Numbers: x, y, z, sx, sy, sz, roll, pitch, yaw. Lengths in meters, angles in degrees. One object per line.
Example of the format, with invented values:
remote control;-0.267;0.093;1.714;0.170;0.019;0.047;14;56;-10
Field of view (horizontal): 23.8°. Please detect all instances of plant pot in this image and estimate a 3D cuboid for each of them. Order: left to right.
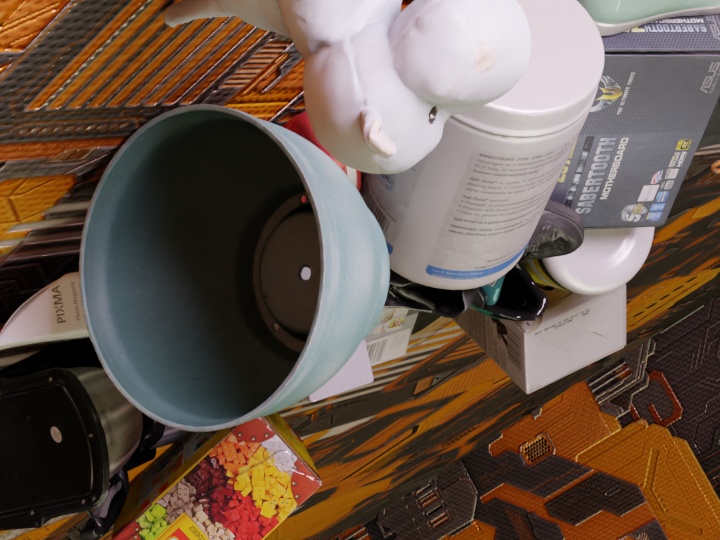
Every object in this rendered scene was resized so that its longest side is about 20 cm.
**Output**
plant pot;-0.065;0.000;1.105;0.200;0.201;0.134;-35;160;29

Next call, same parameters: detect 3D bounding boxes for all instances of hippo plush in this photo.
hippo plush;-0.007;-0.131;0.840;0.199;0.161;0.159;-30;167;9

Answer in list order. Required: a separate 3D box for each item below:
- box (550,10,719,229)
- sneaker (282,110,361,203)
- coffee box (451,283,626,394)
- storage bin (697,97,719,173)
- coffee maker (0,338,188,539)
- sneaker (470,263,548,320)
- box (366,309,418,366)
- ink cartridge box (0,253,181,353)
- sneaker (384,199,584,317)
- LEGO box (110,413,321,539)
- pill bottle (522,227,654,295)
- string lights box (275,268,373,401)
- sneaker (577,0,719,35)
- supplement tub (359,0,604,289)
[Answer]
box;0.174;-0.109;1.273;0.157;0.051;0.200;-1;142;-11
sneaker;-0.078;-0.044;1.215;0.115;0.079;0.200;-23;165;-26
coffee box;0.143;0.011;1.591;0.113;0.200;0.080;-23;132;-19
storage bin;0.249;-0.142;1.408;0.134;0.146;0.200;-21;169;14
coffee maker;-0.244;0.113;1.325;0.191;0.136;0.200;11;-170;14
sneaker;0.078;-0.018;1.366;0.200;0.080;0.072;32;83;-40
box;0.000;0.000;1.431;0.155;0.041;0.201;-16;136;-42
ink cartridge box;-0.227;0.031;1.237;0.199;0.057;0.163;-6;177;-5
sneaker;0.074;-0.006;1.258;0.199;0.105;0.060;9;146;-16
LEGO box;-0.116;0.172;1.339;0.149;0.077;0.200;-43;-173;-2
pill bottle;0.155;-0.047;1.471;0.112;0.113;0.200;-23;-163;-21
string lights box;-0.073;0.041;1.325;0.059;0.103;0.200;-16;-173;-29
sneaker;0.241;-0.230;1.169;0.200;0.074;0.118;-24;163;-25
supplement tub;0.076;-0.091;1.154;0.131;0.132;0.200;-21;153;-27
